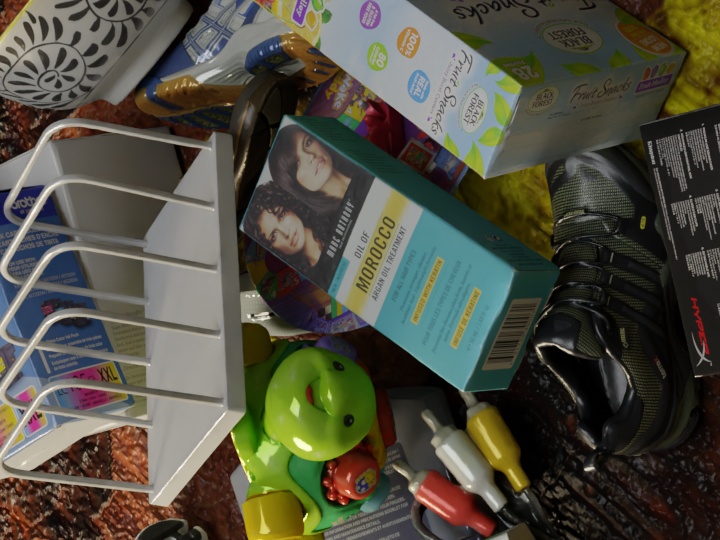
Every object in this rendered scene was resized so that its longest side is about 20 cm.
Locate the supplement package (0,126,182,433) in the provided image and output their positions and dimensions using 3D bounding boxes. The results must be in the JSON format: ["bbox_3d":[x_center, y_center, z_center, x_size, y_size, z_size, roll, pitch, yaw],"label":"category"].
[{"bbox_3d":[-0.189,0.012,1.514,0.119,0.121,0.202,-19,85,41],"label":"supplement package"}]

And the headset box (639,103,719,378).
[{"bbox_3d":[0.266,-0.033,1.148,0.199,0.077,0.150,-14,89,40],"label":"headset box"}]

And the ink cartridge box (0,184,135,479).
[{"bbox_3d":[-0.254,0.032,1.446,0.136,0.076,0.202,-32,76,40],"label":"ink cartridge box"}]

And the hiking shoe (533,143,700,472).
[{"bbox_3d":[0.143,0.015,1.245,0.075,0.100,0.202,-17,87,39],"label":"hiking shoe"}]

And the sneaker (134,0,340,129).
[{"bbox_3d":[-0.079,-0.159,1.437,0.199,0.075,0.089,-17,65,43],"label":"sneaker"}]

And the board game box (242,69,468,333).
[{"bbox_3d":[-0.013,-0.063,1.348,0.158,0.039,0.201,33,93,44],"label":"board game box"}]

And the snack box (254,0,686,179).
[{"bbox_3d":[0.065,-0.144,1.239,0.200,0.168,0.068,40,124,27],"label":"snack box"}]

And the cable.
[{"bbox_3d":[0.103,0.168,1.315,0.200,0.050,0.097,42,95,22],"label":"cable"}]

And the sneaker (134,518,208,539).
[{"bbox_3d":[-0.098,0.274,1.527,0.200,0.075,0.081,48,138,26],"label":"sneaker"}]

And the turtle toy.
[{"bbox_3d":[-0.031,0.099,1.328,0.100,0.200,0.147,-13,76,5],"label":"turtle toy"}]

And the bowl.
[{"bbox_3d":[-0.178,-0.179,1.460,0.094,0.201,0.201,39,128,-12],"label":"bowl"}]

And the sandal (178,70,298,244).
[{"bbox_3d":[-0.096,-0.062,1.426,0.054,0.082,0.201,31,138,11],"label":"sandal"}]

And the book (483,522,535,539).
[{"bbox_3d":[0.052,0.256,1.337,0.199,0.048,0.135,-30,83,34],"label":"book"}]

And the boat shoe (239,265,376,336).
[{"bbox_3d":[0.000,0.000,1.389,0.198,0.072,0.062,-3,52,30],"label":"boat shoe"}]

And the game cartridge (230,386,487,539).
[{"bbox_3d":[-0.002,0.156,1.438,0.199,0.041,0.134,-25,85,40],"label":"game cartridge"}]

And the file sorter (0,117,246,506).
[{"bbox_3d":[-0.157,0.022,1.327,0.139,0.123,0.202,131,142,-49],"label":"file sorter"}]

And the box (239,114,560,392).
[{"bbox_3d":[0.020,-0.013,1.258,0.199,0.049,0.083,35,111,33],"label":"box"}]
